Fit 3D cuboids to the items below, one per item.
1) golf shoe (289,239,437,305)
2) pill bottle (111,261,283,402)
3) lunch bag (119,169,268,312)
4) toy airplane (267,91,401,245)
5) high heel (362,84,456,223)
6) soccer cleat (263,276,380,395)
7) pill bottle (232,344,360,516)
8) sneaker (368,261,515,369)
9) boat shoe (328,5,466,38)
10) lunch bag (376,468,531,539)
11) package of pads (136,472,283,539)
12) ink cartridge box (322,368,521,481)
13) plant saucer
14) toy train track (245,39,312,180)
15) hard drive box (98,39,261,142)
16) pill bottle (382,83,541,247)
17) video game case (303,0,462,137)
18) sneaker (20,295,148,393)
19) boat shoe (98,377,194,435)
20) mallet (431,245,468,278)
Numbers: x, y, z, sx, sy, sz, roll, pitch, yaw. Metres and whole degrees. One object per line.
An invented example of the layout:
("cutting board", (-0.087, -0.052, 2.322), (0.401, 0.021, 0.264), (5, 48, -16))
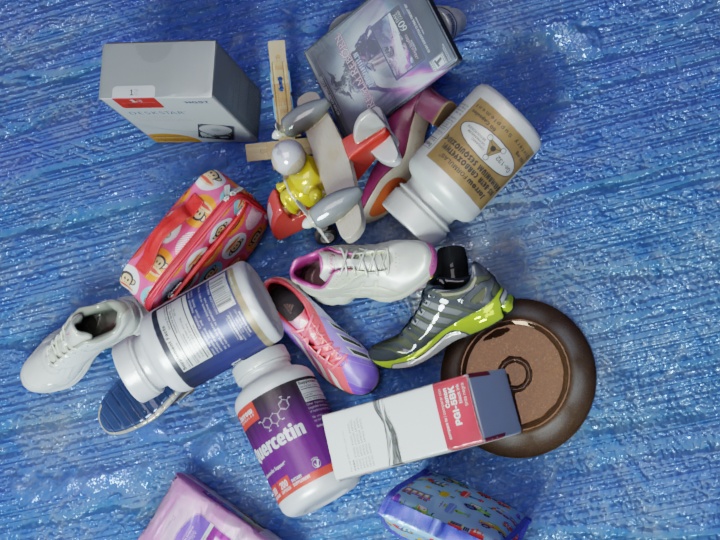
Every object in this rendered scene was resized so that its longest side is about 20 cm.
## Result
("golf shoe", (0.000, 0.000, 1.613), (0.198, 0.091, 0.076), (-13, 70, 31))
("pill bottle", (-0.204, 0.082, 1.604), (0.198, 0.111, 0.112), (-29, 75, 6))
("lunch bag", (-0.218, -0.033, 1.667), (0.082, 0.176, 0.201), (40, 91, 19))
("toy airplane", (-0.046, -0.134, 1.628), (0.199, 0.140, 0.202), (8, 80, 53))
("high heel", (0.041, -0.160, 1.703), (0.096, 0.067, 0.201), (38, 90, 38))
("soccer cleat", (-0.056, 0.085, 1.661), (0.068, 0.073, 0.200), (-45, 73, 1))
("pill bottle", (-0.087, 0.200, 1.626), (0.112, 0.112, 0.202), (-30, 74, 6))
("sneaker", (0.092, 0.055, 1.614), (0.199, 0.074, 0.081), (-30, 101, 14))
("boat shoe", (0.051, -0.322, 1.718), (0.198, 0.070, 0.072), (-2, 106, 36))
("lunch bag", (0.109, 0.300, 1.516), (0.149, 0.200, 0.095), (22, 84, 16))
("package of pads", (-0.183, 0.361, 1.637), (0.199, 0.076, 0.121), (32, 90, 17))
("ink cartridge box", (0.074, 0.185, 1.550), (0.198, 0.146, 0.084), (-18, 81, 23))
("plant saucer", (0.195, 0.132, 1.614), (0.198, 0.037, 0.203), (-3, 78, 13))
("toy train track", (-0.103, -0.207, 1.738), (0.113, 0.033, 0.203), (-7, 93, -6))
("hard drive box", (-0.233, -0.233, 1.697), (0.154, 0.200, 0.078), (1, 79, 14))
("pill bottle", (0.126, -0.128, 1.638), (0.114, 0.114, 0.200), (44, 91, 17))
("video game case", (0.026, -0.280, 1.680), (0.199, 0.019, 0.144), (-33, 76, 31))
("sneaker", (-0.382, 0.091, 1.721), (0.199, 0.099, 0.078), (-36, 74, 4))
("boat shoe", (-0.253, 0.149, 1.694), (0.199, 0.072, 0.073), (-37, 75, 1))
("mallet", (0.047, 0.024, 1.671), (0.198, 0.041, 0.067), (-17, 73, 14))
